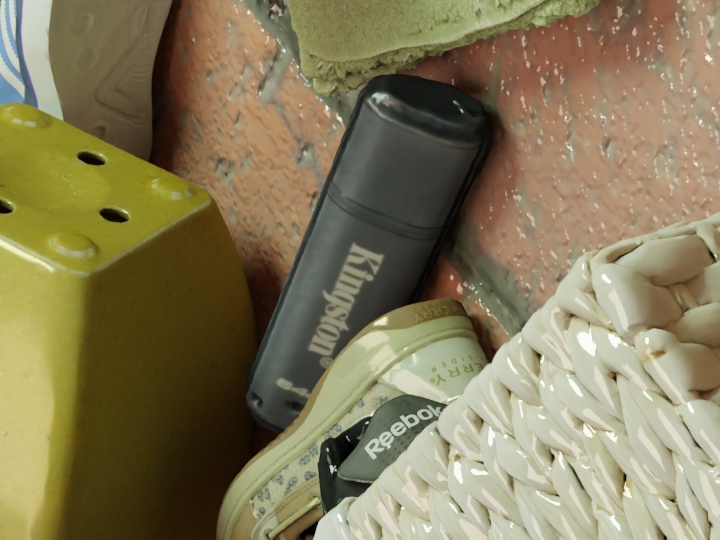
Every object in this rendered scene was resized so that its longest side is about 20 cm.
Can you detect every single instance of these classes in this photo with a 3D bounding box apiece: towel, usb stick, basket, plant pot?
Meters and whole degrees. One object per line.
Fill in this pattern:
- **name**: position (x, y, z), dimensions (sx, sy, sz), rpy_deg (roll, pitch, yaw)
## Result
- **towel**: position (0.022, -0.152, 0.814), dimensions (0.200, 0.036, 0.149), rpy_deg (-12, 92, 57)
- **usb stick**: position (0.000, 0.000, 0.891), dimensions (0.033, 0.055, 0.201), rpy_deg (-81, 11, -46)
- **basket**: position (0.133, 0.095, 0.599), dimensions (0.199, 0.199, 0.161), rpy_deg (59, 137, 21)
- **plant pot**: position (-0.159, 0.043, 0.976), dimensions (0.195, 0.194, 0.201), rpy_deg (25, 118, 18)

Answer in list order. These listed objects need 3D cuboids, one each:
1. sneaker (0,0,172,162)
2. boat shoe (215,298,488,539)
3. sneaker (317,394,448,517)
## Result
- **sneaker**: position (-0.160, -0.137, 1.037), dimensions (0.146, 0.080, 0.201), rpy_deg (39, 139, 33)
- **boat shoe**: position (-0.003, 0.093, 0.909), dimensions (0.063, 0.073, 0.200), rpy_deg (60, 143, 25)
- **sneaker**: position (0.032, 0.090, 0.772), dimensions (0.200, 0.066, 0.091), rpy_deg (-2, 110, 66)
